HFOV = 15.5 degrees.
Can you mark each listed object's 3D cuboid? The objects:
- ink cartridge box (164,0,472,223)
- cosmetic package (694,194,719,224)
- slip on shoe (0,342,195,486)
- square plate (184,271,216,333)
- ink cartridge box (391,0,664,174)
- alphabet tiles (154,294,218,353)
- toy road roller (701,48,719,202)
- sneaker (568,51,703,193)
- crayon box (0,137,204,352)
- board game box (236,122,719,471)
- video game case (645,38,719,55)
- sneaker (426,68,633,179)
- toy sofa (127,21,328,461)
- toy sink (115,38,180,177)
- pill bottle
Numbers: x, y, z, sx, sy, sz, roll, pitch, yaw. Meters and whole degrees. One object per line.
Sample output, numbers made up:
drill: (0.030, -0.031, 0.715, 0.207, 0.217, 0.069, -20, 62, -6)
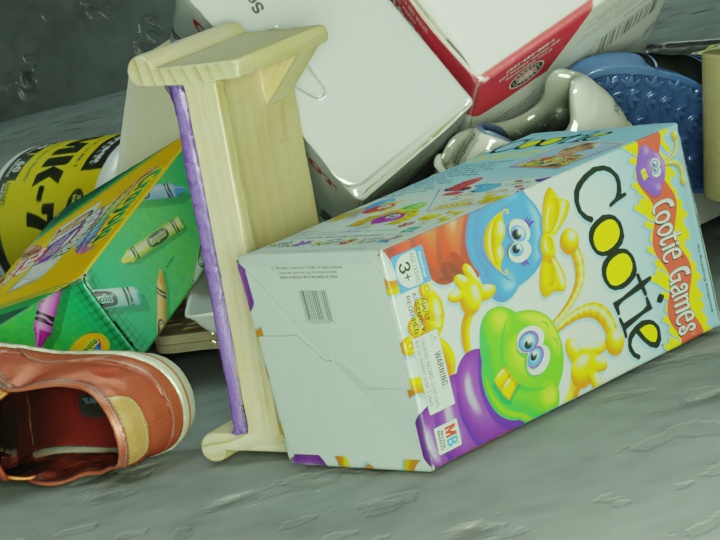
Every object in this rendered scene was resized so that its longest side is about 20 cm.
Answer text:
ink cartridge box: (-0.026, -0.094, 1.401, 0.084, 0.146, 0.200, -40, -3, -11)
cosmetic package: (0.142, -0.046, 1.505, 0.082, 0.051, 0.200, 6, 17, 34)
slip on shoe: (-0.180, 0.077, 1.341, 0.199, 0.075, 0.061, -4, 17, 30)
square plate: (0.000, 0.000, 1.543, 0.199, 0.029, 0.198, -8, 13, 0)
ink cartridge box: (0.087, -0.129, 1.457, 0.147, 0.086, 0.200, -36, -13, -16)
alphabet tiles: (-0.060, 0.018, 1.612, 0.194, 0.015, 0.200, -7, 11, 10)
toy road roller: (0.274, -0.072, 1.343, 0.145, 0.124, 0.200, -5, 10, -22)
sneaker: (0.185, -0.086, 1.465, 0.199, 0.070, 0.078, 15, 25, -29)
crayon box: (-0.151, 0.005, 1.526, 0.118, 0.058, 0.200, -29, 16, 28)
board game box: (0.059, 0.010, 1.236, 0.199, 0.104, 0.105, -24, 14, -38)
video game case: (0.159, -0.102, 1.668, 0.180, 0.036, 0.200, -4, -8, -5)
sneaker: (0.057, -0.028, 1.365, 0.200, 0.087, 0.075, -41, 39, -4)
toy sofa: (-0.059, -0.015, 1.278, 0.097, 0.201, 0.083, -1, 16, 33)
toy sink: (-0.043, -0.099, 1.650, 0.130, 0.113, 0.200, 21, -28, -31)
pill bottle: (-0.160, -0.037, 1.810, 0.114, 0.115, 0.199, -23, 12, -39)
